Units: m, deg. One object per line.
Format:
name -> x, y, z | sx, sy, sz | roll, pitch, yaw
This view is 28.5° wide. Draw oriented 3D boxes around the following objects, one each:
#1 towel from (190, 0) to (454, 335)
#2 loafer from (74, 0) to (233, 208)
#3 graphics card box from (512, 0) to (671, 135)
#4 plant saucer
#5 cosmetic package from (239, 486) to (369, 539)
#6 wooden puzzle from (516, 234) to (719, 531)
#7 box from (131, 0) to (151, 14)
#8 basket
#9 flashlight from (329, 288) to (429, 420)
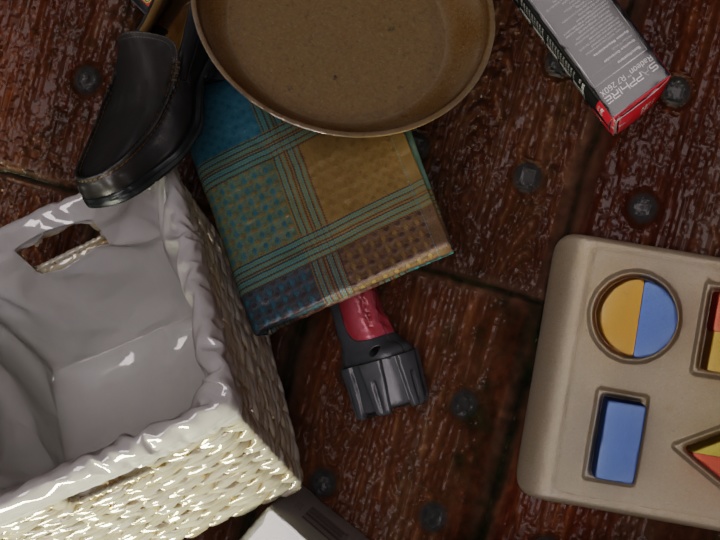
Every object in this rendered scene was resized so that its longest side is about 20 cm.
towel -> -0.035, -0.071, 0.941 | 0.146, 0.022, 0.201 | -24, 68, 8
loafer -> -0.136, -0.122, 0.905 | 0.073, 0.200, 0.072 | -7, 132, 27
graphics card box -> 0.127, -0.186, 0.934 | 0.051, 0.125, 0.200 | -37, 85, 9
plant saucer -> -0.012, -0.166, 0.928 | 0.199, 0.035, 0.201 | 4, 64, -8
cosmetic package -> -0.085, 0.253, 0.976 | 0.081, 0.113, 0.200 | 39, 97, 6
wooden puzzle -> 0.217, 0.081, 0.962 | 0.199, 0.046, 0.186 | 10, 92, 8
box -> -0.054, -0.224, 1.004 | 0.137, 0.040, 0.200 | 45, 96, 5
basket -> -0.159, 0.074, 0.925 | 0.198, 0.161, 0.201 | -24, 55, 8
flashlight -> 0.000, 0.000, 0.984 | 0.068, 0.068, 0.201 | -17, 87, 7
